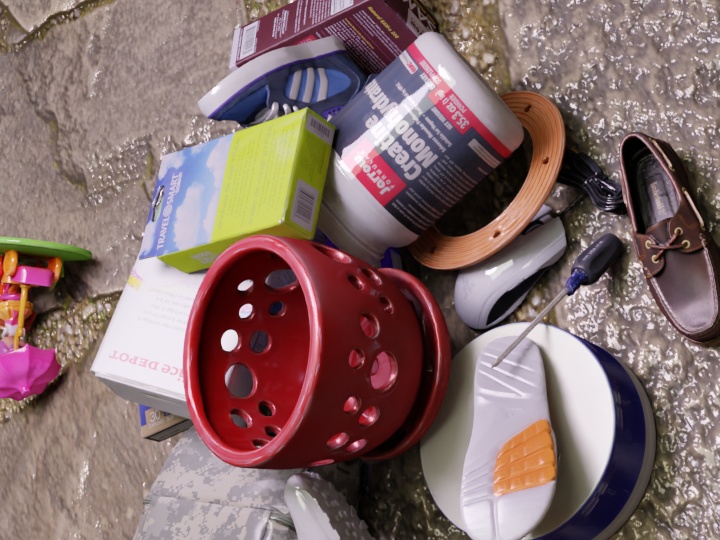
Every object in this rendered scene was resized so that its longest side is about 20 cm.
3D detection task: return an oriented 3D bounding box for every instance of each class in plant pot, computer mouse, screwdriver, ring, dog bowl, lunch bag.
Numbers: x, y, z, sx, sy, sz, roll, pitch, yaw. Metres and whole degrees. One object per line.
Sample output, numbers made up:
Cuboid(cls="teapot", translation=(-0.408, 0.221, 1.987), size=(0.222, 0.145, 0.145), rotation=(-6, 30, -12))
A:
Cuboid(cls="plant pot", translation=(-0.031, 0.079, 1.296), size=(0.200, 0.182, 0.201), rotation=(-16, 69, 49))
Cuboid(cls="computer mouse", translation=(0.156, -0.027, 1.381), size=(0.200, 0.044, 0.110), rotation=(-49, 52, 12))
Cuboid(cls="screwdriver", translation=(0.175, 0.029, 1.284), size=(0.029, 0.028, 0.200), rotation=(31, 52, 16))
Cuboid(cls="ring", translation=(0.121, -0.086, 1.416), size=(0.200, 0.019, 0.201), rotation=(-32, 39, 31))
Cuboid(cls="dog bowl", translation=(0.154, 0.149, 1.292), size=(0.200, 0.079, 0.201), rotation=(-15, 64, 33))
Cuboid(cls="lunch bag", translation=(-0.102, 0.231, 1.417), size=(0.199, 0.139, 0.168), rotation=(1, 65, 34))

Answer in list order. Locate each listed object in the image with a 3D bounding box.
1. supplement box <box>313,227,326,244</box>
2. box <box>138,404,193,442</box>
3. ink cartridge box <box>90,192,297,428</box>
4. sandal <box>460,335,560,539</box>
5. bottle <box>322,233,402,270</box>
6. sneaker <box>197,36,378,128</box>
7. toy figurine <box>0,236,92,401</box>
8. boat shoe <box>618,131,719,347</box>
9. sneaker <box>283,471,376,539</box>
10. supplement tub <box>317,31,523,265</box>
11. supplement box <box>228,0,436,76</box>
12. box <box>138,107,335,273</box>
Cuboid(cls="supplement box", translation=(-0.100, -0.030, 1.557), size=(0.126, 0.073, 0.201), rotation=(10, 80, 40))
Cuboid(cls="box", translation=(-0.187, 0.065, 1.524), size=(0.121, 0.032, 0.201), rotation=(-25, 60, 30))
Cuboid(cls="ink cartridge box", translation=(-0.155, 0.042, 1.435), size=(0.145, 0.088, 0.201), rotation=(13, 69, 19))
Cuboid(cls="sandal", translation=(0.133, 0.148, 1.226), size=(0.079, 0.059, 0.207), rotation=(-7, 47, 18))
Cuboid(cls="bottle", translation=(0.000, 0.000, 1.475), size=(0.083, 0.065, 0.201), rotation=(-22, 60, 23))
Cuboid(cls="sneaker", translation=(-0.052, -0.144, 1.450), size=(0.081, 0.200, 0.147), rotation=(-32, 86, 46))
Cuboid(cls="toy figurine", translation=(-0.414, 0.062, 1.743), size=(0.200, 0.150, 0.185), rotation=(-5, 78, 59))
Cuboid(cls="boat shoe", translation=(0.269, -0.030, 1.280), size=(0.070, 0.070, 0.201), rotation=(-28, 59, 22))
Cuboid(cls="sneaker", translation=(-0.021, 0.272, 1.312), size=(0.080, 0.200, 0.076), rotation=(-27, 13, 17))
Cuboid(cls="supplement tub", translation=(0.041, -0.113, 1.381), size=(0.200, 0.140, 0.140), rotation=(-42, 52, 10))
Cuboid(cls="supplement box", translation=(-0.030, -0.242, 1.558), size=(0.200, 0.109, 0.061), rotation=(-19, 48, 30))
Cuboid(cls="box", translation=(-0.117, -0.070, 1.366), size=(0.200, 0.048, 0.122), rotation=(-13, 58, 42))
